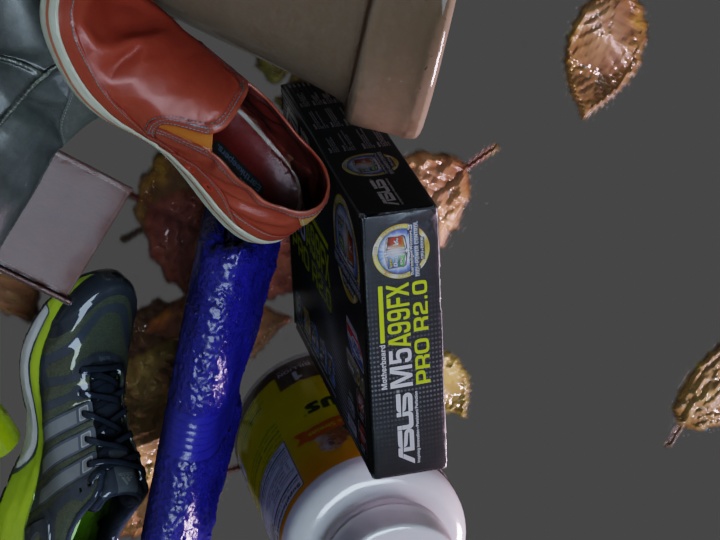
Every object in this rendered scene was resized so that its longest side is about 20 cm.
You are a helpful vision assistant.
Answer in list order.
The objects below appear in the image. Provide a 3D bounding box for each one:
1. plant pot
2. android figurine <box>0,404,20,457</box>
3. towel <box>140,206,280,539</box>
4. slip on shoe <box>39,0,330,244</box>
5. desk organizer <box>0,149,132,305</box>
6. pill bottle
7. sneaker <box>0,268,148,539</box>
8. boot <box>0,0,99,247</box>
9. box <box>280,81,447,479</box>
[{"bbox_3d":[-0.030,-0.188,1.402,0.174,0.200,0.201,13,111,-2],"label":"plant pot"},{"bbox_3d":[-0.296,0.109,1.530,0.181,0.041,0.201,-27,120,-3],"label":"android figurine"},{"bbox_3d":[-0.083,0.057,1.505,0.049,0.148,0.201,11,110,-4],"label":"towel"},{"bbox_3d":[-0.089,-0.091,1.373,0.200,0.061,0.074,46,55,-26],"label":"slip on shoe"},{"bbox_3d":[-0.233,-0.066,1.450,0.199,0.072,0.077,28,102,-25],"label":"desk organizer"},{"bbox_3d":[-0.004,0.134,1.532,0.109,0.200,0.110,-6,116,-13],"label":"pill bottle"},{"bbox_3d":[-0.155,0.097,1.525,0.074,0.081,0.201,-7,112,-45],"label":"sneaker"},{"bbox_3d":[-0.228,-0.084,1.374,0.200,0.073,0.182,-45,111,-4],"label":"boot"},{"bbox_3d":[0.000,0.000,1.473,0.044,0.200,0.161,-9,117,-11],"label":"box"}]
